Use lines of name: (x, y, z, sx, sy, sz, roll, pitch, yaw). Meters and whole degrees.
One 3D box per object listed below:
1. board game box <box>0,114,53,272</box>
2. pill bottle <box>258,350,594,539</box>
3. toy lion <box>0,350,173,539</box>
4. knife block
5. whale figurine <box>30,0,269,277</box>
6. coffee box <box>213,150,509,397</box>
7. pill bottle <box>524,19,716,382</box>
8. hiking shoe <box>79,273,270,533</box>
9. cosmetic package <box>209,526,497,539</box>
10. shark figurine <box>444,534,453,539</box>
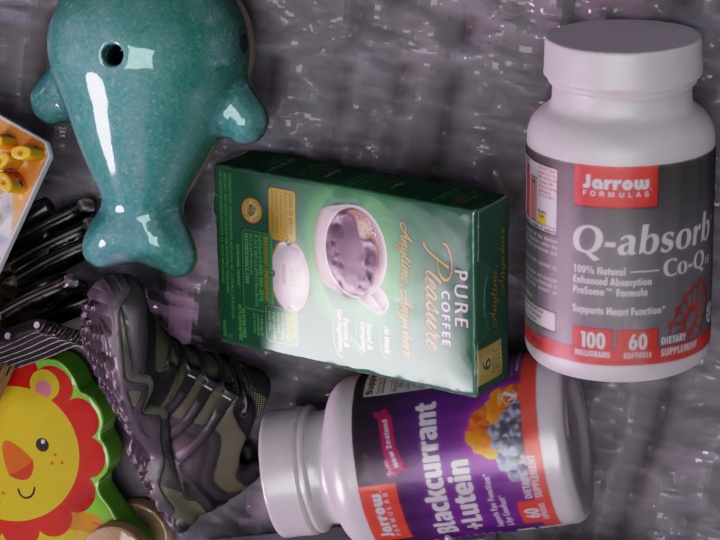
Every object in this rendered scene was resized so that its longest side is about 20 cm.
board game box: (-0.316, -0.033, 1.691, 0.199, 0.026, 0.201, 29, 98, 22)
pill bottle: (0.041, 0.116, 1.681, 0.199, 0.111, 0.112, -9, 106, 14)
toy lion: (-0.234, 0.152, 1.779, 0.200, 0.069, 0.192, -38, 90, 20)
knife block: (-0.264, 0.012, 1.727, 0.199, 0.064, 0.177, 22, 88, 27)
whale figurine: (-0.137, -0.096, 1.636, 0.158, 0.104, 0.202, 8, 96, 15)
coffee box: (0.000, 0.000, 1.650, 0.199, 0.044, 0.124, 10, 110, 33)
pill bottle: (0.156, -0.044, 1.604, 0.115, 0.116, 0.201, 2, 108, 10)
hiking shoe: (-0.113, 0.071, 1.704, 0.100, 0.076, 0.201, -26, 130, -12)
cosmetic package: (0.001, 0.247, 1.764, 0.198, 0.052, 0.152, -6, 108, 13)
shark figurine: (-0.019, 0.243, 1.650, 0.213, 0.089, 0.129, -7, 99, 26)
